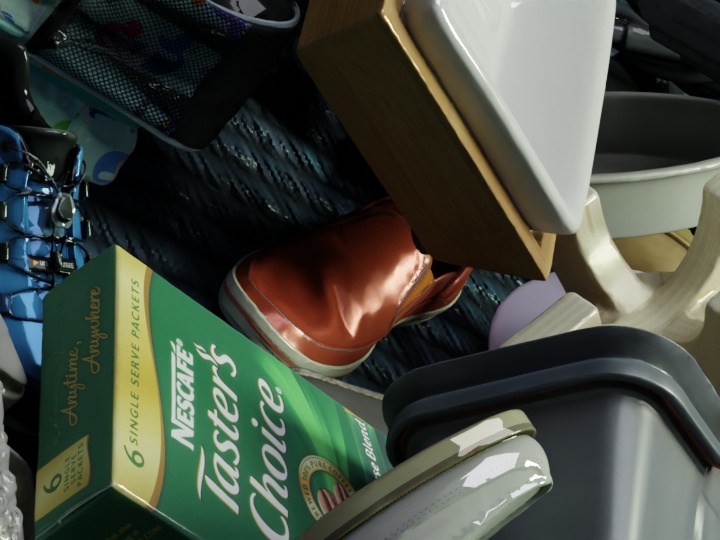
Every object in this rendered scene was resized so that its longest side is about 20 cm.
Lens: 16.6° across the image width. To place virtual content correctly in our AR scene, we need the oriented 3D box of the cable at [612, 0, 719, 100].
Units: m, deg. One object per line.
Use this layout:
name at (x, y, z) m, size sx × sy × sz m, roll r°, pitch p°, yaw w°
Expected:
cable at (0.187, -0.129, 1.370) m, size 0.199 × 0.051 × 0.163 m, roll 32°, pitch 0°, yaw 28°

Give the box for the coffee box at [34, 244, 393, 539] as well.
coffee box at (-0.035, 0.090, 0.917) m, size 0.200 × 0.044 × 0.123 m, roll 38°, pitch 31°, yaw -32°

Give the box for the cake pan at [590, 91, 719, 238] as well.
cake pan at (0.116, -0.055, 1.284) m, size 0.199 × 0.037 × 0.200 m, roll -3°, pitch 16°, yaw 1°

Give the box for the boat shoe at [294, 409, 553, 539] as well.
boat shoe at (-0.010, 0.127, 0.819) m, size 0.069 × 0.200 × 0.075 m, roll 51°, pitch -6°, yaw 17°

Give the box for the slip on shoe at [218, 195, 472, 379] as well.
slip on shoe at (0.000, 0.000, 1.143) m, size 0.074 × 0.061 × 0.200 m, roll 46°, pitch 30°, yaw 14°

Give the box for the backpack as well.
backpack at (-0.142, -0.149, 1.102) m, size 0.200 × 0.151 × 0.178 m, roll 35°, pitch 19°, yaw -27°

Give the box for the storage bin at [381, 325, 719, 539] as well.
storage bin at (0.099, 0.138, 0.907) m, size 0.200 × 0.145 × 0.135 m, roll 53°, pitch 33°, yaw -40°

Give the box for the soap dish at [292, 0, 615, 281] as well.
soap dish at (0.045, -0.113, 1.108) m, size 0.158 × 0.081 × 0.201 m, roll 55°, pitch 31°, yaw -34°

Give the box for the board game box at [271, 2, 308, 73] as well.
board game box at (-0.074, -0.194, 1.239) m, size 0.135 × 0.200 × 0.028 m, roll 43°, pitch 68°, yaw 11°

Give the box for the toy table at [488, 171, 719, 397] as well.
toy table at (0.139, 0.030, 1.129) m, size 0.199 × 0.118 × 0.184 m, roll 24°, pitch 55°, yaw 29°

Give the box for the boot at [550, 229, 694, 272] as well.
boot at (0.153, 0.056, 1.237) m, size 0.174 × 0.066 × 0.200 m, roll 29°, pitch 32°, yaw -2°

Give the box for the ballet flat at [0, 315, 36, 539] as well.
ballet flat at (-0.149, 0.055, 0.881) m, size 0.071 × 0.072 × 0.201 m, roll 19°, pitch 40°, yaw -31°

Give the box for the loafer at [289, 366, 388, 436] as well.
loafer at (0.047, 0.083, 1.056) m, size 0.199 × 0.072 × 0.073 m, roll 25°, pitch 30°, yaw -22°

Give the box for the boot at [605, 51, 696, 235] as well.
boot at (0.220, -0.074, 1.503) m, size 0.199 × 0.077 × 0.168 m, roll -9°, pitch 56°, yaw -47°

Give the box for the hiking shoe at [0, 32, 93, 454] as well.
hiking shoe at (-0.139, -0.014, 0.967) m, size 0.074 × 0.087 × 0.200 m, roll 6°, pitch 41°, yaw -46°
